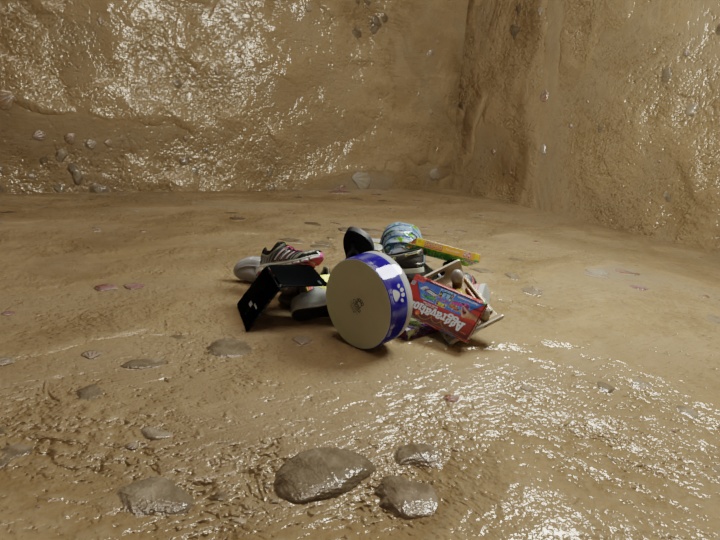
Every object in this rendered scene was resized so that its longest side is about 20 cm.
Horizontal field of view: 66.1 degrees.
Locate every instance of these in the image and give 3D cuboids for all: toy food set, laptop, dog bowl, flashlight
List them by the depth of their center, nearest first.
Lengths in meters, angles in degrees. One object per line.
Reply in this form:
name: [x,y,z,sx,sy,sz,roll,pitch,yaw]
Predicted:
dog bowl: [0.016,0.065,1.220,0.197,0.206,0.078,17,23,39]
toy food set: [0.230,0.071,1.324,0.140,0.061,0.202,-24,48,-10]
laptop: [-0.196,0.061,1.356,0.103,0.202,0.177,38,0,-25]
flashlight: [0.273,0.019,1.536,0.067,0.069,0.199,-27,-27,14]

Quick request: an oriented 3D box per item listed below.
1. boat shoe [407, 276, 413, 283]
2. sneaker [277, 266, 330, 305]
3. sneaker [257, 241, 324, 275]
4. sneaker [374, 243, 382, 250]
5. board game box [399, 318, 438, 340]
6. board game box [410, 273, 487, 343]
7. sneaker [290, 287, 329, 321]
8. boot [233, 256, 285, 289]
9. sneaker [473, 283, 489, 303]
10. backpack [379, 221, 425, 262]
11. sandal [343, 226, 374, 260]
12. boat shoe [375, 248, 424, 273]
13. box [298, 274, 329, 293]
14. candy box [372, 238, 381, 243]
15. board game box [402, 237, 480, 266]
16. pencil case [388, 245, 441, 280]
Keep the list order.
boat shoe: [0.123,0.062,1.422,0.198,0.077,0.071,30,-9,-37]
sneaker: [-0.152,0.038,1.503,0.069,0.078,0.198,14,18,31]
sneaker: [-0.192,-0.042,1.497,0.194,0.090,0.074,-12,-20,19]
sneaker: [0.000,0.000,1.464,0.083,0.078,0.203,20,43,-8]
board game box: [0.085,0.118,1.377,0.118,0.033,0.198,-12,23,-37]
board game box: [0.187,0.085,1.292,0.197,0.104,0.020,23,-21,34]
sneaker: [-0.075,0.069,1.360,0.193,0.074,0.086,-2,44,-8]
boot: [-0.274,0.011,1.577,0.193,0.076,0.096,-3,24,2]
sneaker: [0.270,0.095,1.436,0.102,0.077,0.200,-6,19,25]
backpack: [0.120,-0.038,1.608,0.158,0.206,0.154,8,17,11]
sandal: [-0.006,-0.012,1.308,0.074,0.204,0.043,10,40,14]
boat shoe: [0.061,-0.024,1.382,0.194,0.063,0.072,-1,5,-2]
box: [-0.064,0.050,1.471,0.195,0.077,0.050,-4,-23,-30]
candy box: [0.083,-0.035,1.745,0.193,0.119,0.055,3,14,-4]
board game box: [0.210,-0.049,1.465,0.194,0.031,0.095,12,-8,-9]
pencil case: [0.153,0.011,1.502,0.198,0.083,0.092,33,24,-39]
